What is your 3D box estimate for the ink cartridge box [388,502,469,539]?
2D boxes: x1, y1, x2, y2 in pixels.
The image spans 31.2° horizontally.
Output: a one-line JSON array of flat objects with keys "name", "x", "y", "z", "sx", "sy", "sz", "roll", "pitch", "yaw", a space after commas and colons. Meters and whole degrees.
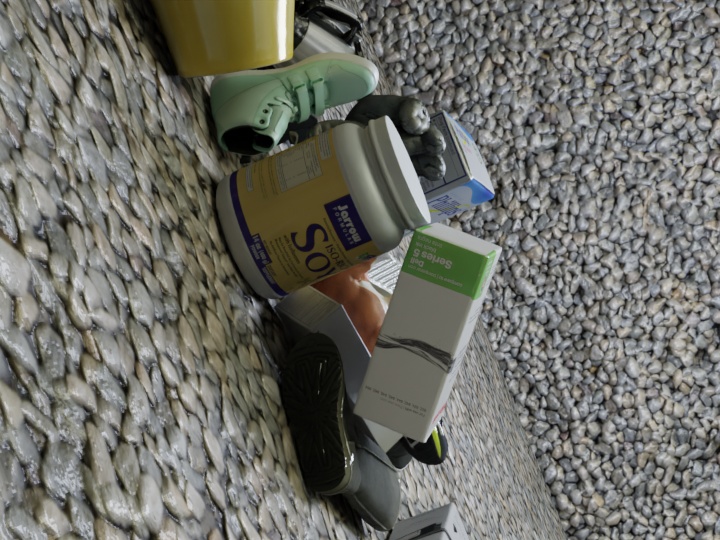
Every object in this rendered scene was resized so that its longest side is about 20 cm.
[{"name": "ink cartridge box", "x": 0.089, "y": 0.368, "z": 1.462, "sx": 0.200, "sy": 0.083, "sz": 0.146, "roll": -33, "pitch": 101, "yaw": -79}]

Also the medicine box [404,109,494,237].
[{"name": "medicine box", "x": 0.061, "y": -0.116, "z": 1.733, "sx": 0.104, "sy": 0.198, "sz": 0.182, "roll": 69, "pitch": 13, "yaw": 9}]

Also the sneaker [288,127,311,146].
[{"name": "sneaker", "x": -0.076, "y": -0.093, "z": 1.619, "sx": 0.067, "sy": 0.089, "sz": 0.202, "roll": 75, "pitch": 28, "yaw": -63}]

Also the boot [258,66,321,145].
[{"name": "boot", "x": -0.122, "y": -0.265, "z": 1.792, "sx": 0.176, "sy": 0.069, "sz": 0.200, "roll": 63, "pitch": 6, "yaw": 1}]

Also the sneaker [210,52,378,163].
[{"name": "sneaker", "x": -0.072, "y": -0.180, "z": 1.475, "sx": 0.074, "sy": 0.198, "sz": 0.119, "roll": 79, "pitch": 2, "yaw": -48}]

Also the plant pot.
[{"name": "plant pot", "x": -0.149, "y": -0.313, "z": 1.388, "sx": 0.201, "sy": 0.198, "sz": 0.191, "roll": -74, "pitch": 155, "yaw": -74}]

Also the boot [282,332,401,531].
[{"name": "boot", "x": -0.011, "y": 0.176, "z": 1.378, "sx": 0.200, "sy": 0.072, "sz": 0.184, "roll": 35, "pitch": 47, "yaw": -61}]

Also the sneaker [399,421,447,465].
[{"name": "sneaker", "x": 0.080, "y": 0.137, "z": 1.546, "sx": 0.074, "sy": 0.080, "sz": 0.202, "roll": -50, "pitch": -137, "yaw": 50}]

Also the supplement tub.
[{"name": "supplement tub", "x": -0.039, "y": -0.069, "z": 1.377, "sx": 0.145, "sy": 0.198, "sz": 0.147, "roll": -22, "pitch": 90, "yaw": -80}]

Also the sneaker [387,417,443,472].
[{"name": "sneaker", "x": 0.066, "y": 0.206, "z": 1.647, "sx": 0.200, "sy": 0.098, "sz": 0.071, "roll": 43, "pitch": 26, "yaw": -69}]

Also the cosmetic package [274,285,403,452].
[{"name": "cosmetic package", "x": -0.017, "y": 0.110, "z": 1.451, "sx": 0.082, "sy": 0.051, "sz": 0.201, "roll": 32, "pitch": -24, "yaw": 51}]

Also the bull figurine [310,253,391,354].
[{"name": "bull figurine", "x": -0.001, "y": 0.030, "z": 1.508, "sx": 0.201, "sy": 0.121, "sz": 0.065, "roll": 53, "pitch": -3, "yaw": 4}]

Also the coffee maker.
[{"name": "coffee maker", "x": -0.111, "y": -0.329, "z": 1.677, "sx": 0.199, "sy": 0.135, "sz": 0.192, "roll": 33, "pitch": 7, "yaw": -40}]

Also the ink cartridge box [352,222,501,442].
[{"name": "ink cartridge box", "x": 0.071, "y": 0.060, "z": 1.344, "sx": 0.145, "sy": 0.083, "sz": 0.202, "roll": -21, "pitch": 131, "yaw": -78}]

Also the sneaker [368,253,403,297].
[{"name": "sneaker", "x": 0.000, "y": 0.000, "z": 1.617, "sx": 0.200, "sy": 0.079, "sz": 0.079, "roll": 45, "pitch": 48, "yaw": -32}]

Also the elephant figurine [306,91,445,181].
[{"name": "elephant figurine", "x": -0.006, "y": -0.120, "z": 1.522, "sx": 0.155, "sy": 0.199, "sz": 0.143, "roll": 6, "pitch": -53, "yaw": 60}]
